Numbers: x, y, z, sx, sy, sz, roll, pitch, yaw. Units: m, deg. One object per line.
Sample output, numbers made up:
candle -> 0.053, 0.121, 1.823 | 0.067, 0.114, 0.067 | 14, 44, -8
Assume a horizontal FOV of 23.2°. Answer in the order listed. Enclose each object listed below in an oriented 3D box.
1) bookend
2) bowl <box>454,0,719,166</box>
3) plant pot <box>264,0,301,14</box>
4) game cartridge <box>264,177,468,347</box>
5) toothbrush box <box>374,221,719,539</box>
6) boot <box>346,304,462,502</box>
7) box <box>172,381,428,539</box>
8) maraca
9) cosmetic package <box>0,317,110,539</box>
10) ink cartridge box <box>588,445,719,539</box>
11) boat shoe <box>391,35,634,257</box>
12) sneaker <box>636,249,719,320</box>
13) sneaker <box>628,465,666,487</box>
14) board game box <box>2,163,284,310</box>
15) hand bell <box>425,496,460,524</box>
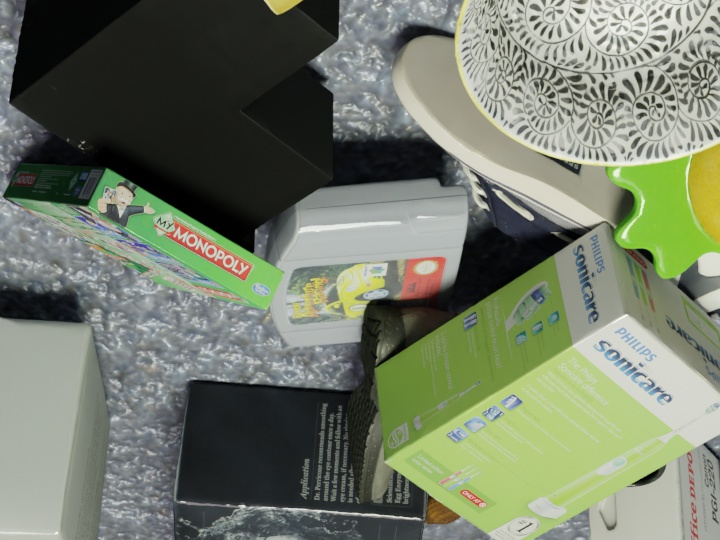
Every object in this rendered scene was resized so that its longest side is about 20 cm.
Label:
bookend -> -0.071, -0.129, 1.059 | 0.199, 0.093, 0.198 | -31, 131, 32
bowl -> 0.153, -0.162, 1.005 | 0.198, 0.095, 0.202 | 2, 140, 2
plant pot -> -0.003, -0.281, 0.806 | 0.198, 0.196, 0.196 | -22, 135, 18
game cartridge -> 0.000, 0.000, 1.208 | 0.131, 0.041, 0.200 | -2, 155, -3
toothbrush box -> 0.130, 0.082, 1.166 | 0.199, 0.087, 0.145 | -33, 130, 27
boot -> 0.061, 0.098, 1.271 | 0.129, 0.068, 0.201 | -1, 137, -11
box -> -0.049, 0.200, 1.433 | 0.197, 0.118, 0.198 | 5, 140, 0
maraca -> 0.251, -0.064, 1.094 | 0.198, 0.107, 0.139 | -13, 112, -3
cosmetic package -> -0.284, 0.149, 1.319 | 0.165, 0.168, 0.201 | 4, 152, 0
ink cartridge box -> 0.269, 0.230, 1.426 | 0.084, 0.147, 0.200 | -24, 134, 30
boat shoe -> 0.087, -0.071, 1.139 | 0.199, 0.075, 0.093 | 33, 150, -17
sneaker -> 0.248, 0.009, 1.221 | 0.198, 0.080, 0.129 | 19, 143, -26
sneaker -> 0.171, 0.090, 1.302 | 0.070, 0.100, 0.200 | -27, 131, 33
board game box -> -0.146, -0.025, 1.143 | 0.134, 0.029, 0.200 | 30, 171, -25
hand bell -> 0.095, 0.174, 1.433 | 0.103, 0.105, 0.200 | 16, 150, -16
